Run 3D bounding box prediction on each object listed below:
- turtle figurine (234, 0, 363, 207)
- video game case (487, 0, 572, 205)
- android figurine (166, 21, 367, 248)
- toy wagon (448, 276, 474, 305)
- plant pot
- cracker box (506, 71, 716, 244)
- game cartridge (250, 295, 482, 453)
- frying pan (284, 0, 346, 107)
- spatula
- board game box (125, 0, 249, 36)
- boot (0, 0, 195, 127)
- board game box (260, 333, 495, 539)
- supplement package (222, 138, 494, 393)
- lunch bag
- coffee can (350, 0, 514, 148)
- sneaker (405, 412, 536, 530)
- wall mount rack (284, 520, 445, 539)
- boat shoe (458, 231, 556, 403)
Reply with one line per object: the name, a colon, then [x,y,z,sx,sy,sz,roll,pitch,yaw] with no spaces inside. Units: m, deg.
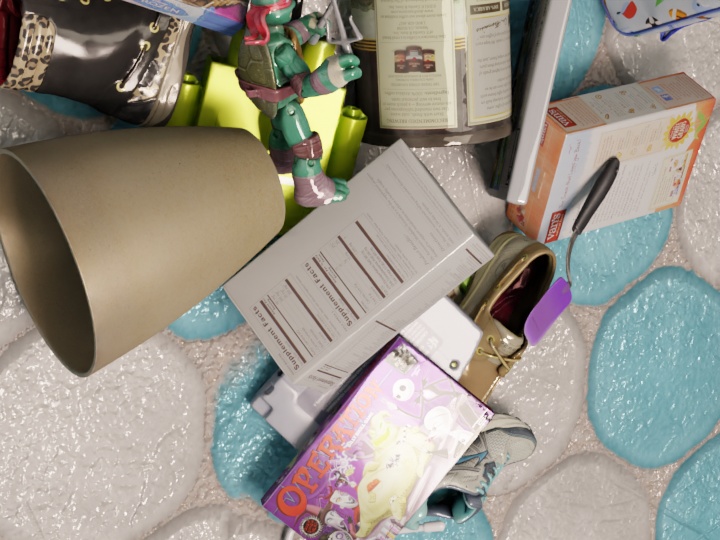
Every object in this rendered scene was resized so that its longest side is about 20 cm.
turtle figurine: [-0.050,-0.159,1.246,0.100,0.150,0.202,-5,124,-4]
video game case: [0.157,-0.163,1.458,0.022,0.182,0.202,12,94,-2]
android figurine: [-0.087,-0.113,1.352,0.180,0.041,0.202,8,111,-17]
toy wagon: [0.052,0.063,1.513,0.155,0.039,0.201,-41,118,-20]
plant pot: [-0.167,-0.038,1.255,0.199,0.187,0.189,-22,112,-26]
cracker box: [0.250,-0.113,1.563,0.199,0.058,0.135,-15,135,-31]
game cartridge: [0.012,0.095,1.448,0.133,0.041,0.200,44,92,-10]
frying pan: [-0.075,-0.193,1.377,0.114,0.031,0.192,-27,113,-24]
spatula: [0.204,-0.022,1.490,0.201,0.020,0.057,-65,153,-16]
board game box: [-0.167,-0.311,1.230,0.197,0.043,0.202,15,77,-19]
boot: [-0.209,-0.223,1.263,0.149,0.073,0.202,7,100,-33]
board game box: [0.016,0.170,1.432,0.120,0.032,0.200,38,93,-8]
supplement package: [0.000,0.000,1.359,0.200,0.110,0.114,-39,164,5]
lunch bag: [0.295,-0.306,1.499,0.075,0.200,0.161,-33,103,-25]
coffee can: [0.063,-0.221,1.393,0.145,0.146,0.202,-11,106,-31]
sneaker: [0.100,0.206,1.531,0.199,0.086,0.078,-14,139,-32]
wall mount rack: [0.004,0.321,1.514,0.173,0.074,0.202,-21,112,-29]
boat shoe: [0.126,0.059,1.495,0.074,0.066,0.202,24,85,-34]
